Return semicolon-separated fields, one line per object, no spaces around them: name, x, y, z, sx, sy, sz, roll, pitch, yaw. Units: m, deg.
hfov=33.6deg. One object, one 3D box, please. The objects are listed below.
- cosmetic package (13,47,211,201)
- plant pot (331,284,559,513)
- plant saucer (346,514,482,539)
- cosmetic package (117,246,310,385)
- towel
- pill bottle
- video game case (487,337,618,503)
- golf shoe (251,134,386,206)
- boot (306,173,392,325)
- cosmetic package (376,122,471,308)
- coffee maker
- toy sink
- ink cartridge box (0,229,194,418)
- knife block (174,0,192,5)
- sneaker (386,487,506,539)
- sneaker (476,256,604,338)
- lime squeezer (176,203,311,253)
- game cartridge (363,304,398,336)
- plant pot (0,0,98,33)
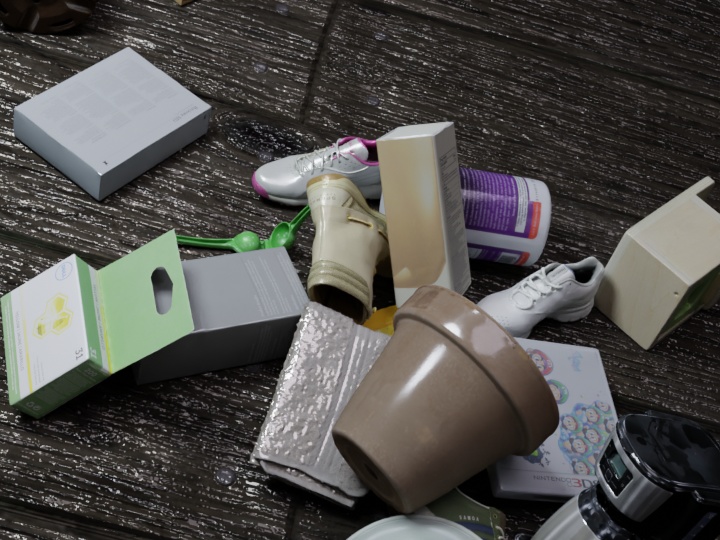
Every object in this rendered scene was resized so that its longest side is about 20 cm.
cosmetic package;-0.311;-0.189;1.505;0.151;0.052;0.200;35;48;17
plant pot;0.069;0.142;1.189;0.175;0.200;0.200;-40;68;-18
plant saucer;0.049;0.320;1.109;0.200;0.050;0.201;-2;61;4
cosmetic package;-0.163;0.048;1.315;0.200;0.090;0.107;-9;53;-21
towel;-0.028;0.140;1.256;0.132;0.034;0.200;25;63;-15
pill bottle;0.129;-0.074;1.499;0.199;0.112;0.112;9;47;-11
video game case;0.212;0.166;1.338;0.182;0.024;0.200;9;51;-23
golf shoe;-0.040;-0.136;1.517;0.200;0.092;0.075;-8;53;-22
boot;0.000;0.000;1.373;0.073;0.200;0.156;-15;56;22
cosmetic package;0.075;-0.065;1.384;0.071;0.201;0.105;-3;13;19
coffee maker;0.276;0.241;1.167;0.192;0.200;0.135;-3;45;-47
toy sink;0.410;-0.009;1.519;0.200;0.130;0.112;-30;63;-37
ink cartridge box;-0.275;0.045;1.227;0.200;0.048;0.146;-30;50;14
knife block;-0.323;-0.486;1.776;0.064;0.175;0.200;-34;110;-37
sneaker;0.124;0.279;1.205;0.090;0.067;0.200;-30;60;-31
sneaker;0.213;0.029;1.449;0.200;0.087;0.075;-21;59;-32
lime squeezer;-0.123;-0.042;1.426;0.200;0.071;0.038;-15;67;8
game cartridge;0.075;0.123;1.358;0.176;0.032;0.200;-16;55;-30
plant pot;-0.435;-0.443;1.613;0.200;0.200;0.199;-1;58;-18
